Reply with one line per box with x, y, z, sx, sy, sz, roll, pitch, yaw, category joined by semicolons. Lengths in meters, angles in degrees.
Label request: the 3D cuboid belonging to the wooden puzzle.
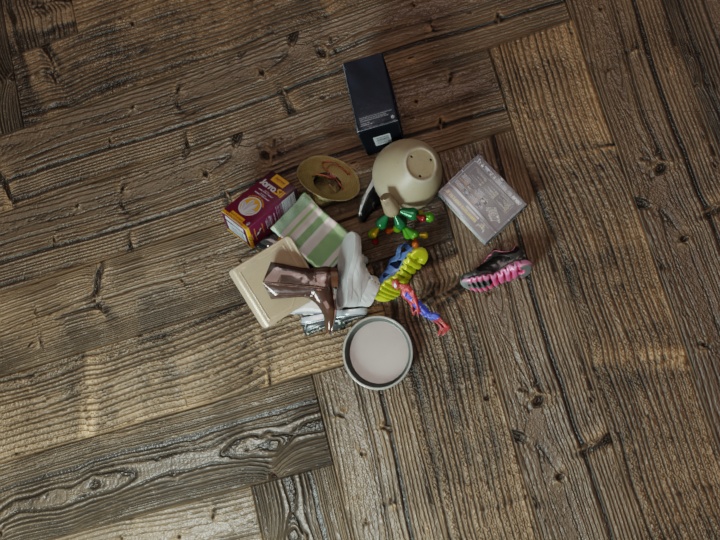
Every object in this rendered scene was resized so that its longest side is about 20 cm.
-0.227;0.031;1.621;0.198;0.037;0.187;-30;102;4;wooden puzzle

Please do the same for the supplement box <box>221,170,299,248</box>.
-0.278;-0.175;1.696;0.110;0.086;0.200;34;64;25;supplement box

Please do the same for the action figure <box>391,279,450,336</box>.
0.158;0.098;1.633;0.052;0.065;0.200;-43;92;-8;action figure

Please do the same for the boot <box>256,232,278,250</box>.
-0.242;-0.109;1.745;0.199;0.070;0.133;34;86;0;boot

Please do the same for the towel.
-0.124;-0.100;1.642;0.200;0.023;0.153;42;63;-3;towel

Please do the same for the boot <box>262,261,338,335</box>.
-0.160;0.075;1.582;0.196;0.064;0.190;2;90;-8;boot

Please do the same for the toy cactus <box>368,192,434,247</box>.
0.095;-0.135;1.630;0.197;0.166;0.103;-7;47;30;toy cactus

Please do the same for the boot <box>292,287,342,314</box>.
-0.131;0.088;1.687;0.196;0.090;0.074;-1;81;7;boot

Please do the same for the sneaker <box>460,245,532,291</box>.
0.364;-0.010;1.641;0.197;0.079;0.097;-17;59;6;sneaker

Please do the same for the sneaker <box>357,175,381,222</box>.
0.062;-0.222;1.704;0.087;0.076;0.202;25;87;5;sneaker

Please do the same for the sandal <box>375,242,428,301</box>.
0.102;0.001;1.677;0.200;0.079;0.087;-47;42;8;sandal

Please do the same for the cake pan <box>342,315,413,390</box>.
0.049;0.228;1.667;0.196;0.037;0.204;-1;83;8;cake pan

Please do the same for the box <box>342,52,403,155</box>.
0.040;-0.459;1.670;0.121;0.200;0.202;-14;81;7;box

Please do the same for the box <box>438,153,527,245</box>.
0.338;-0.197;1.669;0.158;0.048;0.200;-43;79;2;box

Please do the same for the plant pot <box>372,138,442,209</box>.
0.142;-0.272;1.631;0.197;0.134;0.204;1;84;-13;plant pot

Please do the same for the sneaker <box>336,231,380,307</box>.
0.000;0.000;1.632;0.114;0.073;0.204;5;94;-35;sneaker

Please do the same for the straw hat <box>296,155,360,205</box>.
-0.098;-0.234;1.715;0.200;0.201;0.086;35;133;11;straw hat

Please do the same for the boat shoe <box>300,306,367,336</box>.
-0.071;0.142;1.686;0.197;0.069;0.058;-11;89;13;boat shoe

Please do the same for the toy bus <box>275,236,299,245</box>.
-0.227;-0.004;1.672;0.078;0.065;0.202;30;96;7;toy bus

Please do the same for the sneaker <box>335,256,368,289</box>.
-0.080;0.004;1.694;0.196;0.076;0.116;5;81;7;sneaker
